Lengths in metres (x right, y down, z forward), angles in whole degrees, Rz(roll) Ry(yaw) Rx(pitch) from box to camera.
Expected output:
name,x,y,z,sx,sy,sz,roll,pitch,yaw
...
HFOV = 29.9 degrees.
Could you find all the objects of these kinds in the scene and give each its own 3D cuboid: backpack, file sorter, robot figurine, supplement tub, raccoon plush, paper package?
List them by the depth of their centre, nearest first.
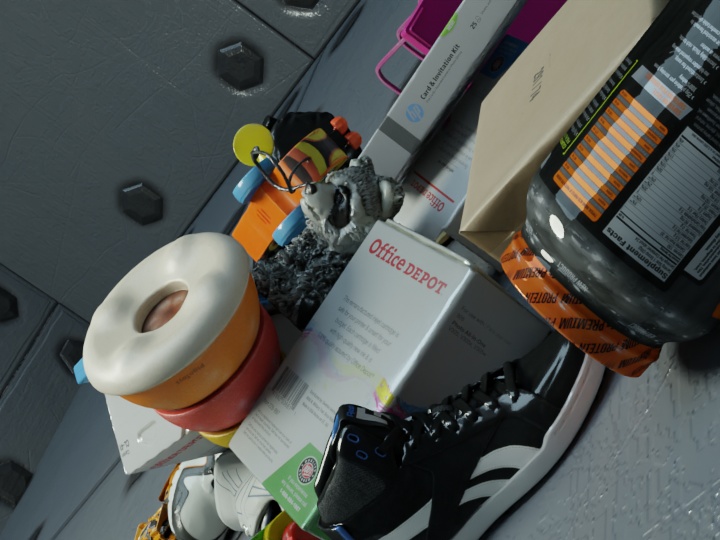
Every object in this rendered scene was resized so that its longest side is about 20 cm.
name,x,y,z,sx,sy,sz,roll,pitch,yaw
supplement tub,0.167,-0.053,0.673,0.201,0.122,0.123,-52,12,16
paper package,0.161,-0.102,0.872,0.191,0.103,0.201,-49,13,31
raccoon plush,0.000,0.000,1.063,0.134,0.097,0.200,-48,-33,-4
backpack,-0.044,-0.042,1.333,0.201,0.124,0.169,99,170,-61
file sorter,0.122,-0.253,1.337,0.202,0.138,0.125,-60,11,-19
robot figurine,-0.181,0.238,1.435,0.145,0.058,0.201,-45,16,47

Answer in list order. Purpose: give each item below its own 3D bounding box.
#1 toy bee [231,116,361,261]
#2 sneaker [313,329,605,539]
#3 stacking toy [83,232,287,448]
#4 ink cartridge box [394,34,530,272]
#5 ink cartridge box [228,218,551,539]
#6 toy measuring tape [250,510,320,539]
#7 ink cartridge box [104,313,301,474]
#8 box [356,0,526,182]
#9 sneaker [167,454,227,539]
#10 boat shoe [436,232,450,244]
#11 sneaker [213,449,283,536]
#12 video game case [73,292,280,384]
name,x,y,z,sx,sy,sz,roll,pitch,yaw
toy bee,-0.044,-0.072,1.133,0.109,0.132,0.199,-41,17,-21
sneaker,0.046,0.093,0.788,0.201,0.111,0.073,-53,13,13
stacking toy,-0.099,0.085,1.009,0.145,0.201,0.147,-25,34,18
ink cartridge box,0.102,-0.079,1.078,0.201,0.067,0.115,-54,25,6
ink cartridge box,0.017,0.080,0.924,0.202,0.087,0.145,-58,30,-1
toy measuring tape,-0.035,0.204,0.992,0.074,0.074,0.200,-49,-9,27
ink cartridge box,-0.099,0.100,1.155,0.147,0.198,0.087,-37,67,52
box,0.071,-0.161,1.108,0.201,0.041,0.156,-54,-1,21
sneaker,-0.122,0.180,1.323,0.202,0.073,0.080,-62,15,-23
boat shoe,0.081,-0.079,1.209,0.200,0.066,0.074,-42,17,43
sneaker,-0.083,0.193,1.144,0.200,0.073,0.088,131,150,-57
video game case,-0.129,0.049,1.134,0.198,0.018,0.143,-12,-14,-31
